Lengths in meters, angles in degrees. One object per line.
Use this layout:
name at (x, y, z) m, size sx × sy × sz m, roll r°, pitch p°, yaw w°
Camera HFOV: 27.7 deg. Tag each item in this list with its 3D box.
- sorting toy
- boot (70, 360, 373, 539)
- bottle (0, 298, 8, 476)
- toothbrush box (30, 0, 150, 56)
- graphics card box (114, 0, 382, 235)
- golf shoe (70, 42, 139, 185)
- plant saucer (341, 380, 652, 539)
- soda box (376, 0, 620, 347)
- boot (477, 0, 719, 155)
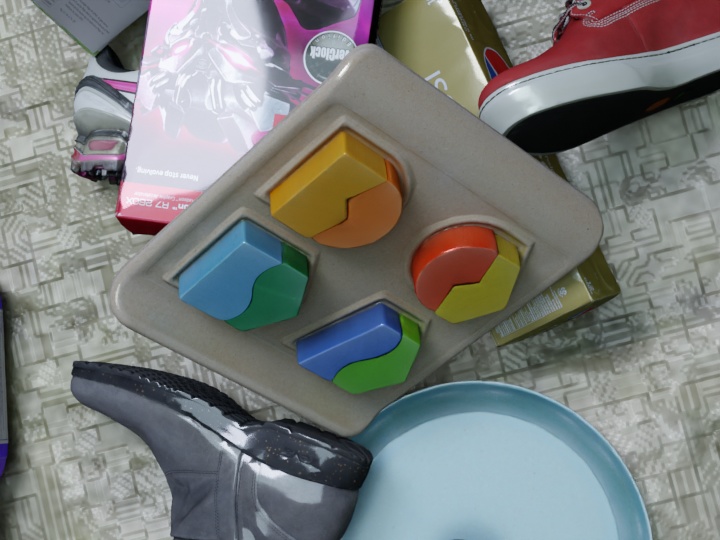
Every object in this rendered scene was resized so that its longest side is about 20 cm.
sorting toy at (0.000, 0.000, 0.749) m, size 0.200 × 0.185 × 0.037 m, roll -42°, pitch 36°, yaw 25°
boot at (-0.099, 0.135, 0.836) m, size 0.199 × 0.070 × 0.132 m, roll 19°, pitch 92°, yaw 23°
bottle at (-0.253, 0.100, 0.869) m, size 0.083 × 0.065 × 0.201 m, roll -5°, pitch 85°, yaw 4°
toothbrush box at (-0.203, -0.241, 0.835) m, size 0.086 × 0.146 × 0.200 m, roll -41°, pitch 69°, yaw 2°
graphics card box at (-0.055, -0.112, 0.797) m, size 0.125 × 0.051 × 0.201 m, roll 9°, pitch 83°, yaw 5°
golf shoe at (-0.075, -0.097, 0.860) m, size 0.199 × 0.073 × 0.093 m, roll 1°, pitch 84°, yaw 8°
plant saucer at (0.068, 0.164, 0.842) m, size 0.199 × 0.027 × 0.201 m, roll -1°, pitch 86°, yaw 8°
soda box at (0.072, -0.061, 0.833) m, size 0.064 × 0.068 × 0.201 m, roll -27°, pitch 82°, yaw 23°
boot at (0.121, -0.150, 0.807) m, size 0.200 × 0.072 × 0.145 m, roll -21°, pitch 79°, yaw -34°
